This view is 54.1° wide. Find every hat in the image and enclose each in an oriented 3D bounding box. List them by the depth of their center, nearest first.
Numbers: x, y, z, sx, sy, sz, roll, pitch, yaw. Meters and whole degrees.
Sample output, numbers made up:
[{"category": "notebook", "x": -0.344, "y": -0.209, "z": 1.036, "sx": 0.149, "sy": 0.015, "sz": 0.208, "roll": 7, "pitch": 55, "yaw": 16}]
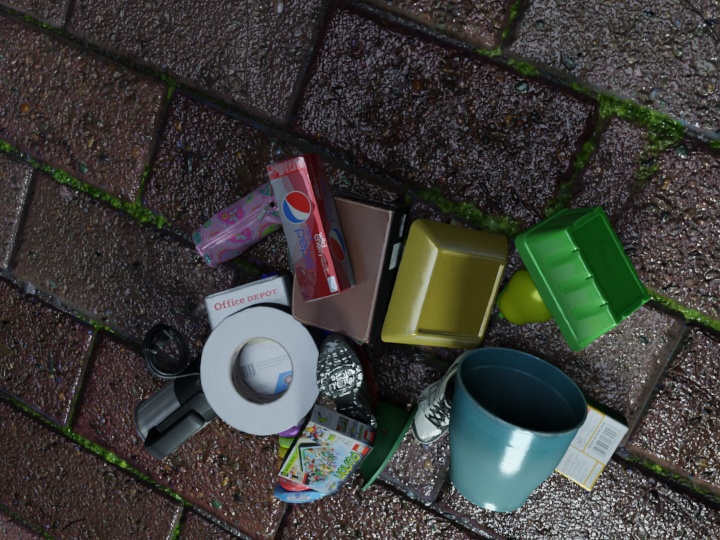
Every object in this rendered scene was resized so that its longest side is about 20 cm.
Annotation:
[{"category": "hat", "x": -0.012, "y": 0.243, "z": 1.209, "sx": 0.175, "sy": 0.200, "sz": 0.167, "roll": 36, "pitch": 117, "yaw": 5}]

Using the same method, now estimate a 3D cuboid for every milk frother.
[{"category": "milk frother", "x": -0.351, "y": 0.216, "z": 1.294, "sx": 0.187, "sy": 0.180, "sz": 0.201, "roll": -37, "pitch": 90, "yaw": 17}]

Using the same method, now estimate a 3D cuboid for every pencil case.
[{"category": "pencil case", "x": -0.205, "y": -0.085, "z": 1.260, "sx": 0.198, "sy": 0.087, "sz": 0.088, "roll": -29, "pitch": 90, "yaw": 19}]

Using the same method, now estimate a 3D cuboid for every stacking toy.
[{"category": "stacking toy", "x": -0.109, "y": 0.300, "z": 1.268, "sx": 0.114, "sy": 0.110, "sz": 0.204, "roll": -7, "pitch": 99, "yaw": 17}]

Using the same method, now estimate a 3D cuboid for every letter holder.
[{"category": "letter holder", "x": -0.019, "y": -0.012, "z": 1.089, "sx": 0.140, "sy": 0.100, "sz": 0.204, "roll": 14, "pitch": 102, "yaw": 16}]

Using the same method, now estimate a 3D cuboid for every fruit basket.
[{"category": "fruit basket", "x": 0.315, "y": 0.019, "z": 1.112, "sx": 0.215, "sy": 0.154, "sz": 0.218, "roll": 38, "pitch": 144, "yaw": 36}]

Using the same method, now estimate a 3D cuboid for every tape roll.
[{"category": "tape roll", "x": -0.153, "y": 0.156, "z": 1.132, "sx": 0.196, "sy": 0.066, "sz": 0.204, "roll": 0, "pitch": 93, "yaw": 3}]

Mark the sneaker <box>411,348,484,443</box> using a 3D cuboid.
[{"category": "sneaker", "x": 0.145, "y": 0.219, "z": 1.199, "sx": 0.075, "sy": 0.088, "sz": 0.201, "roll": 35, "pitch": 107, "yaw": 7}]

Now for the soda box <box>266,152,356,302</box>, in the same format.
[{"category": "soda box", "x": -0.068, "y": -0.063, "z": 1.010, "sx": 0.062, "sy": 0.070, "sz": 0.203, "roll": -14, "pitch": 93, "yaw": 22}]

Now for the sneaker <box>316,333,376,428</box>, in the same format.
[{"category": "sneaker", "x": -0.026, "y": 0.169, "z": 1.108, "sx": 0.075, "sy": 0.091, "sz": 0.202, "roll": -10, "pitch": 127, "yaw": 2}]

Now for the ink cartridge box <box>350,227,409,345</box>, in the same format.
[{"category": "ink cartridge box", "x": 0.000, "y": 0.000, "z": 1.216, "sx": 0.147, "sy": 0.076, "sz": 0.202, "roll": 33, "pitch": 107, "yaw": 9}]

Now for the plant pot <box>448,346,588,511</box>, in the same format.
[{"category": "plant pot", "x": 0.219, "y": 0.253, "z": 1.081, "sx": 0.197, "sy": 0.200, "sz": 0.191, "roll": 20, "pitch": 118, "yaw": 12}]

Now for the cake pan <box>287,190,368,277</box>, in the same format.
[{"category": "cake pan", "x": -0.035, "y": -0.029, "z": 1.162, "sx": 0.197, "sy": 0.037, "sz": 0.204, "roll": 3, "pitch": 99, "yaw": 16}]

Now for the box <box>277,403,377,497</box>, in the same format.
[{"category": "box", "x": -0.057, "y": 0.295, "z": 1.142, "sx": 0.109, "sy": 0.035, "sz": 0.201, "roll": 23, "pitch": 136, "yaw": -5}]

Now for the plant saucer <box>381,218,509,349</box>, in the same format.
[{"category": "plant saucer", "x": 0.147, "y": 0.034, "z": 1.115, "sx": 0.048, "sy": 0.197, "sz": 0.203, "roll": 33, "pitch": 111, "yaw": 56}]

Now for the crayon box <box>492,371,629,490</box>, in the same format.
[{"category": "crayon box", "x": 0.321, "y": 0.252, "z": 1.169, "sx": 0.198, "sy": 0.052, "sz": 0.127, "roll": 29, "pitch": 105, "yaw": 10}]

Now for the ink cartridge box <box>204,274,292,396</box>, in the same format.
[{"category": "ink cartridge box", "x": -0.168, "y": 0.120, "z": 1.206, "sx": 0.142, "sy": 0.085, "sz": 0.203, "roll": -15, "pitch": 92, "yaw": 4}]

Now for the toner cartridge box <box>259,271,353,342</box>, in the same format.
[{"category": "toner cartridge box", "x": -0.116, "y": 0.102, "z": 1.270, "sx": 0.199, "sy": 0.043, "sz": 0.096, "roll": 40, "pitch": 112, "yaw": 13}]

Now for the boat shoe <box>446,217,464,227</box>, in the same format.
[{"category": "boat shoe", "x": 0.149, "y": 0.014, "z": 1.181, "sx": 0.065, "sy": 0.074, "sz": 0.203, "roll": 13, "pitch": 105, "yaw": 3}]
